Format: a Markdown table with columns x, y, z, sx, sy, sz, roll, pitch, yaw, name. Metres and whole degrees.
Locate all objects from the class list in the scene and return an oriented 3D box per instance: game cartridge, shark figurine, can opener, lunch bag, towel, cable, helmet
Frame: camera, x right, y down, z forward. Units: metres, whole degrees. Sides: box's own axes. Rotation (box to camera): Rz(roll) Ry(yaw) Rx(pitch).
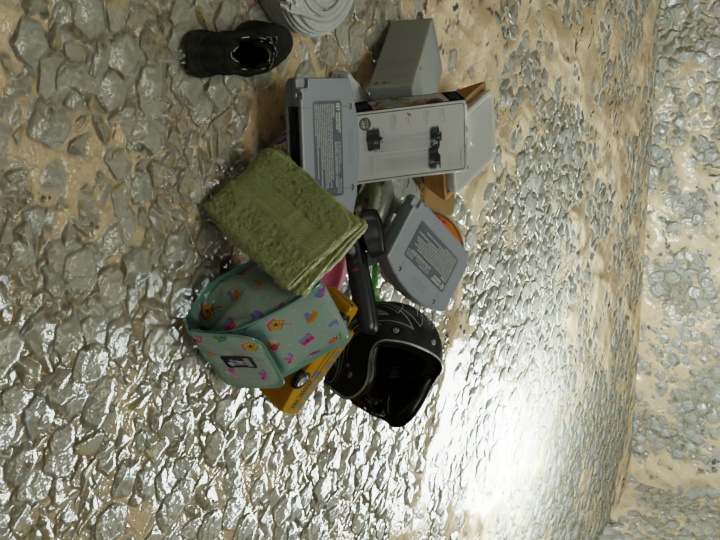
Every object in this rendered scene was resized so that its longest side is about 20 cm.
| x | y | z | sx | sy | sz | roll | pitch | yaw | name |
| --- | --- | --- | --- | --- | --- | --- | --- | --- | --- |
| 0.104 | -0.019 | 1.586 | 0.200 | 0.041 | 0.134 | 43 | 75 | -45 | game cartridge |
| 0.034 | -0.086 | 1.569 | 0.089 | 0.127 | 0.218 | 23 | 75 | -31 | shark figurine |
| -0.053 | -0.175 | 1.362 | 0.132 | 0.041 | 0.204 | -16 | 108 | -55 | game cartridge |
| 0.000 | 0.000 | 1.469 | 0.063 | 0.078 | 0.203 | 26 | 55 | -59 | can opener |
| -0.133 | 0.075 | 1.319 | 0.198 | 0.123 | 0.171 | -30 | 146 | -5 | lunch bag |
| -0.103 | -0.067 | 1.268 | 0.148 | 0.199 | 0.037 | -44 | 159 | -18 | towel |
| -0.072 | -0.437 | 1.345 | 0.199 | 0.068 | 0.203 | 26 | 77 | -60 | cable |
| 0.043 | 0.147 | 1.604 | 0.192 | 0.199 | 0.200 | -59 | 148 | -4 | helmet |

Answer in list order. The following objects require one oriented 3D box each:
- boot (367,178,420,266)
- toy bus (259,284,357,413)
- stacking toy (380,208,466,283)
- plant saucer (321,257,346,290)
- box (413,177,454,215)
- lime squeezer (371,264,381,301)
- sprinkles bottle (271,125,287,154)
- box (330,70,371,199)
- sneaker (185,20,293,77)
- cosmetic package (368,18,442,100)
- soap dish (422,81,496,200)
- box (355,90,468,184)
| x | y | z | sx | sy | sz | roll | pitch | yaw | name |
| --- | --- | --- | --- | --- | --- | --- | --- | --- | --- |
| 0.033 | -0.107 | 1.653 | 0.096 | 0.073 | 0.201 | 58 | 47 | -33 | boot |
| -0.075 | 0.122 | 1.452 | 0.201 | 0.065 | 0.078 | -55 | 152 | 8 | toy bus |
| 0.093 | -0.019 | 1.675 | 0.200 | 0.144 | 0.149 | -35 | 129 | -59 | stacking toy |
| -0.089 | -0.013 | 1.475 | 0.200 | 0.050 | 0.204 | -26 | 121 | -55 | plant saucer |
| 0.147 | -0.197 | 1.850 | 0.163 | 0.021 | 0.204 | -21 | 117 | -56 | box |
| 0.026 | 0.075 | 1.732 | 0.071 | 0.037 | 0.203 | -89 | 172 | -61 | lime squeezer |
| -0.098 | -0.172 | 1.387 | 0.202 | 0.067 | 0.069 | -64 | 147 | -25 | sprinkles bottle |
| -0.031 | -0.198 | 1.528 | 0.144 | 0.036 | 0.203 | 35 | 71 | -58 | box |
| -0.141 | -0.289 | 1.253 | 0.199 | 0.090 | 0.077 | -34 | 126 | -53 | sneaker |
| 0.079 | -0.322 | 1.585 | 0.114 | 0.080 | 0.202 | 71 | 27 | -45 | cosmetic package |
| 0.184 | -0.250 | 1.792 | 0.200 | 0.080 | 0.159 | -45 | 136 | -45 | soap dish |
| 0.067 | -0.207 | 1.476 | 0.060 | 0.196 | 0.118 | -116 | -162 | -64 | box |
